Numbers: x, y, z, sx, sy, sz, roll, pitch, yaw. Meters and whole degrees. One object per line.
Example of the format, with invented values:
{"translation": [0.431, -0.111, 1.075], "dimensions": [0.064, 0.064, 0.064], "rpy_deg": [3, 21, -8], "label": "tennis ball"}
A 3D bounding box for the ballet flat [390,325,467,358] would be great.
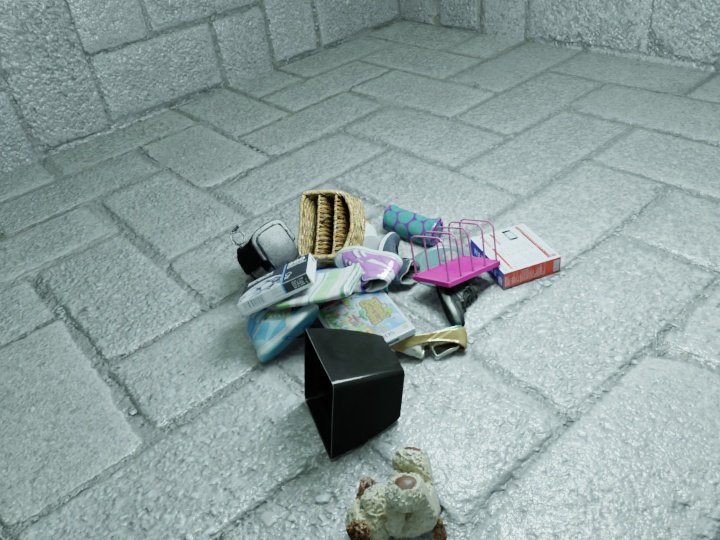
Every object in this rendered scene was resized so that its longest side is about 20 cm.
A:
{"translation": [0.162, 0.178, 1.529], "dimensions": [0.196, 0.069, 0.064], "rpy_deg": [-11, 64, 2], "label": "ballet flat"}

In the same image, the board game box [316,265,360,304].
{"translation": [-0.128, 0.036, 1.739], "dimensions": [0.197, 0.044, 0.198], "rpy_deg": [1, 18, 35], "label": "board game box"}

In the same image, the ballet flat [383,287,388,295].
{"translation": [0.045, 0.068, 1.694], "dimensions": [0.062, 0.067, 0.203], "rpy_deg": [-25, 49, 31], "label": "ballet flat"}

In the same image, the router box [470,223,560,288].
{"translation": [0.428, -0.046, 1.782], "dimensions": [0.176, 0.050, 0.201], "rpy_deg": [-15, 35, -12], "label": "router box"}

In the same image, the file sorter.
{"translation": [0.246, -0.054, 1.675], "dimensions": [0.198, 0.128, 0.138], "rpy_deg": [-20, 18, -34], "label": "file sorter"}

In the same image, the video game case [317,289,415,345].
{"translation": [0.010, 0.125, 1.552], "dimensions": [0.179, 0.022, 0.200], "rpy_deg": [-23, 39, -15], "label": "video game case"}

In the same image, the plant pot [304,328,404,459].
{"translation": [-0.013, 0.245, 1.375], "dimensions": [0.174, 0.203, 0.200], "rpy_deg": [-9, 33, -20], "label": "plant pot"}

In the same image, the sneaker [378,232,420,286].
{"translation": [0.113, -0.032, 1.806], "dimensions": [0.144, 0.078, 0.204], "rpy_deg": [-2, 44, 31], "label": "sneaker"}

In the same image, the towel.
{"translation": [-0.101, 0.037, 1.576], "dimensions": [0.196, 0.031, 0.150], "rpy_deg": [-11, 21, 20], "label": "towel"}

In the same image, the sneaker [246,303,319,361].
{"translation": [-0.206, 0.117, 1.590], "dimensions": [0.199, 0.079, 0.131], "rpy_deg": [-40, 70, 6], "label": "sneaker"}

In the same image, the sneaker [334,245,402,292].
{"translation": [0.000, -0.001, 1.649], "dimensions": [0.197, 0.073, 0.115], "rpy_deg": [4, 44, 33], "label": "sneaker"}

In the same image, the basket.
{"translation": [-0.079, -0.123, 1.795], "dimensions": [0.141, 0.148, 0.204], "rpy_deg": [-9, 71, 42], "label": "basket"}

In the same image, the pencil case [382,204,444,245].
{"translation": [0.161, -0.141, 1.955], "dimensions": [0.198, 0.086, 0.093], "rpy_deg": [21, 61, 36], "label": "pencil case"}

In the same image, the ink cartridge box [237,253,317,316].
{"translation": [-0.207, 0.026, 1.627], "dimensions": [0.195, 0.044, 0.200], "rpy_deg": [-25, 17, 7], "label": "ink cartridge box"}

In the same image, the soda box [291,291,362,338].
{"translation": [-0.079, 0.115, 1.662], "dimensions": [0.196, 0.072, 0.064], "rpy_deg": [-10, 35, 0], "label": "soda box"}

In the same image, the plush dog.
{"translation": [0.055, 0.434, 1.156], "dimensions": [0.169, 0.163, 0.200], "rpy_deg": [-18, 5, 11], "label": "plush dog"}

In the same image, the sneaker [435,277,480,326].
{"translation": [0.261, 0.069, 1.642], "dimensions": [0.112, 0.077, 0.200], "rpy_deg": [-14, 29, 4], "label": "sneaker"}

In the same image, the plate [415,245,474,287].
{"translation": [0.236, -0.022, 1.822], "dimensions": [0.196, 0.026, 0.202], "rpy_deg": [-7, 35, 5], "label": "plate"}

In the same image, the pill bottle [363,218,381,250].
{"translation": [-0.017, -0.110, 1.926], "dimensions": [0.115, 0.118, 0.200], "rpy_deg": [-19, 36, -14], "label": "pill bottle"}

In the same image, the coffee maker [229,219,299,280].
{"translation": [-0.278, -0.060, 1.790], "dimensions": [0.190, 0.200, 0.136], "rpy_deg": [32, 65, -12], "label": "coffee maker"}
